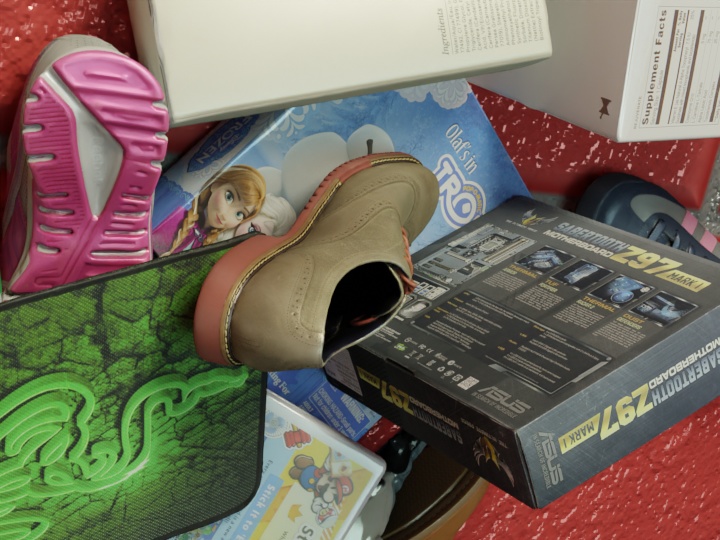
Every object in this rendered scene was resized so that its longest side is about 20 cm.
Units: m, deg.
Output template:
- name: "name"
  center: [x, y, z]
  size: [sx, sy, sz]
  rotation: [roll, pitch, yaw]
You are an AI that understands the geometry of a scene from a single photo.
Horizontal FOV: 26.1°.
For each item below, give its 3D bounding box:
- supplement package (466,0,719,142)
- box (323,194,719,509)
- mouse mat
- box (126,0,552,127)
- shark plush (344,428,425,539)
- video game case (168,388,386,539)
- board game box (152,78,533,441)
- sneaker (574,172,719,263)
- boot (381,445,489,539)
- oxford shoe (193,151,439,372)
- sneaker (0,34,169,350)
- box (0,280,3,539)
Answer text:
- name: "supplement package"
  center: [0.182, -0.166, 0.866]
  size: [0.199, 0.152, 0.152]
  rotation: [-6, 112, -32]
- name: "box"
  center: [0.087, 0.033, 0.802]
  size: [0.157, 0.200, 0.051]
  rotation: [-29, 118, -22]
- name: "mouse mat"
  center: [-0.121, 0.074, 0.735]
  size: [0.199, 0.008, 0.162]
  rotation: [-17, 123, -37]
- name: "box"
  center: [-0.011, -0.125, 0.771]
  size: [0.199, 0.068, 0.083]
  rotation: [-10, 94, -16]
- name: "shark plush"
  center: [-0.030, 0.144, 0.911]
  size: [0.091, 0.083, 0.201]
  rotation: [36, 79, -11]
- name: "video game case"
  center: [-0.113, 0.143, 0.832]
  size: [0.181, 0.023, 0.201]
  rotation: [32, 90, -10]
- name: "board game box"
  center: [-0.005, -0.022, 0.871]
  size: [0.199, 0.043, 0.200]
  rotation: [-45, 127, -12]
- name: "sneaker"
  center: [0.219, 0.003, 1.007]
  size: [0.200, 0.082, 0.070]
  rotation: [32, 91, -38]
- name: "boot"
  center: [0.038, 0.207, 0.974]
  size: [0.200, 0.077, 0.155]
  rotation: [-49, 126, -4]
- name: "oxford shoe"
  center: [0.000, 0.000, 0.771]
  size: [0.200, 0.074, 0.071]
  rotation: [-43, 141, -49]
- name: "sneaker"
  center: [-0.134, -0.025, 0.755]
  size: [0.081, 0.088, 0.201]
  rotation: [7, 118, -16]
- name: "box"
  center: [-0.222, 0.053, 0.719]
  size: [0.116, 0.048, 0.201]
  rotation: [3, 111, 6]
